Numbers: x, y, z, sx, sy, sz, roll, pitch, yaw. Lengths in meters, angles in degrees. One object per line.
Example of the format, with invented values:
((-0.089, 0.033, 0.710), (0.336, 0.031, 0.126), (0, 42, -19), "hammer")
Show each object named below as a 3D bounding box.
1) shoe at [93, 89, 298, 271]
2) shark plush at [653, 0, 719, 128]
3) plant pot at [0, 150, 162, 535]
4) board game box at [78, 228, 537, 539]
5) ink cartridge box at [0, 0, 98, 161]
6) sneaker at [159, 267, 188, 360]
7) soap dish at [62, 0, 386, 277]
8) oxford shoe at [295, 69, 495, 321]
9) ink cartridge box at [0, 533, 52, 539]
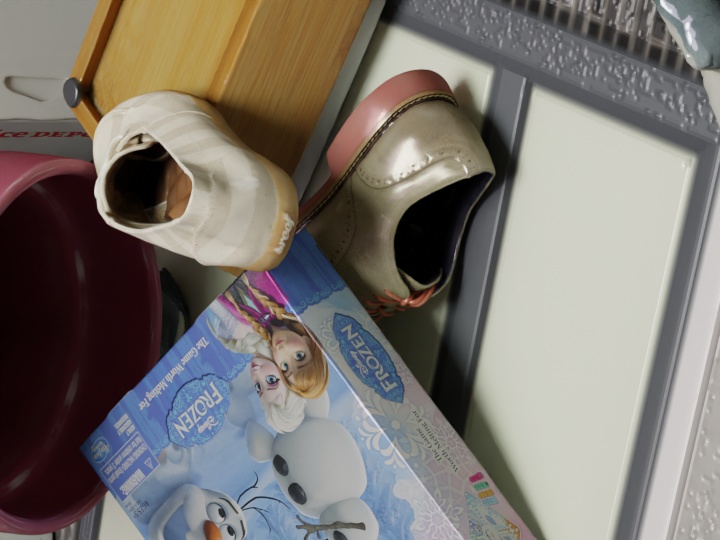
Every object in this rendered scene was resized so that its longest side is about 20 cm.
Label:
((-0.094, -0.049, 1.116), (0.200, 0.053, 0.070), (28, 108, 60), "shoe")
((0.182, -0.059, 0.894), (0.083, 0.091, 0.201), (-26, 64, 19), "shark plush")
((-0.231, 0.032, 1.232), (0.178, 0.200, 0.201), (6, 98, 26), "plant pot")
((-0.029, 0.114, 1.145), (0.199, 0.043, 0.200), (52, 135, 7), "board game box")
((-0.240, -0.094, 1.380), (0.200, 0.144, 0.084), (-27, 71, 50), "ink cartridge box")
((-0.181, 0.068, 1.339), (0.200, 0.086, 0.078), (-42, 58, 25), "sneaker")
((-0.076, -0.120, 1.215), (0.158, 0.081, 0.201), (53, 130, 37), "soap dish")
((0.000, 0.000, 1.133), (0.075, 0.070, 0.200), (53, 132, 32), "oxford shoe")
((-0.275, 0.109, 1.440), (0.084, 0.144, 0.201), (-3, 90, 51), "ink cartridge box")
